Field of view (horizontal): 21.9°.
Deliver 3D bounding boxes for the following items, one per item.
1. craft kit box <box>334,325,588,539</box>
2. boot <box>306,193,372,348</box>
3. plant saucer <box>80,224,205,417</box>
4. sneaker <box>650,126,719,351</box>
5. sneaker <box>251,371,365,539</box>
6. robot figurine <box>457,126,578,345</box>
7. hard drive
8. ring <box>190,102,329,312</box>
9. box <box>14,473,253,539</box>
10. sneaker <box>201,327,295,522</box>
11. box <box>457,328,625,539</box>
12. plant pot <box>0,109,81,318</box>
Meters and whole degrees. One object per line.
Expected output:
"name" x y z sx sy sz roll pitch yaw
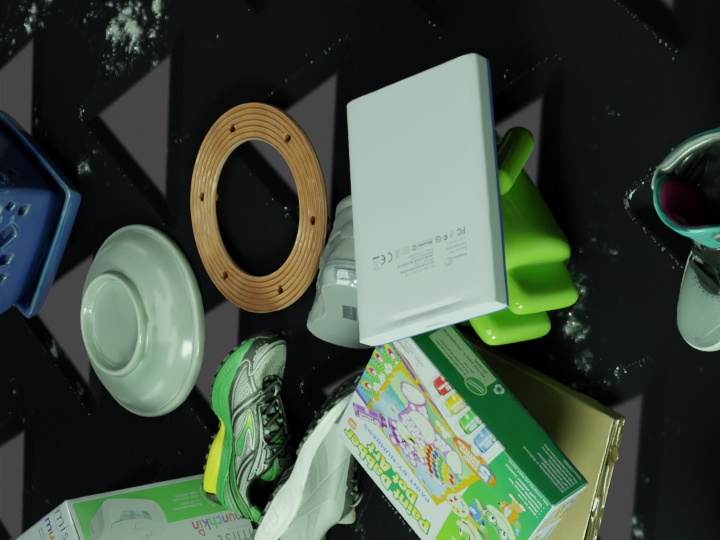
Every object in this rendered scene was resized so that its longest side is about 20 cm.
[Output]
"craft kit box" 0.075 0.150 1.507 0.200 0.048 0.198 49 151 18
"boot" 0.000 0.000 1.613 0.200 0.073 0.096 110 174 -71
"plant saucer" -0.239 0.054 1.914 0.200 0.050 0.201 7 100 47
"sneaker" 0.251 -0.025 1.323 0.084 0.121 0.200 39 121 38
"sneaker" -0.024 0.179 1.692 0.079 0.074 0.200 28 110 3
"robot figurine" 0.092 -0.037 1.498 0.200 0.116 0.176 61 139 24
"hard drive" 0.049 -0.053 1.433 0.132 0.025 0.200 -18 66 37
"ring" -0.094 -0.060 1.769 0.200 0.019 0.201 6 98 48
"box" -0.233 0.283 1.823 0.176 0.200 0.097 -39 66 43
"sneaker" -0.090 0.146 1.756 0.085 0.078 0.200 27 122 35
"box" 0.125 0.157 1.552 0.200 0.021 0.164 27 114 41
"plant pot" -0.423 -0.059 2.006 0.200 0.180 0.200 44 124 35
